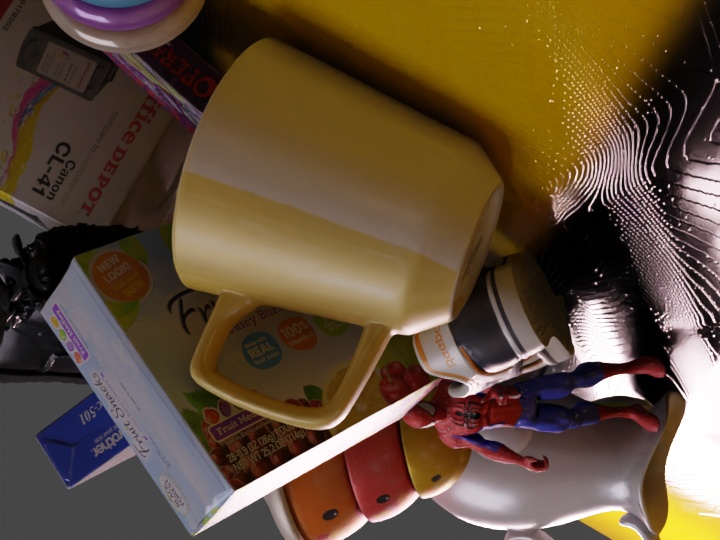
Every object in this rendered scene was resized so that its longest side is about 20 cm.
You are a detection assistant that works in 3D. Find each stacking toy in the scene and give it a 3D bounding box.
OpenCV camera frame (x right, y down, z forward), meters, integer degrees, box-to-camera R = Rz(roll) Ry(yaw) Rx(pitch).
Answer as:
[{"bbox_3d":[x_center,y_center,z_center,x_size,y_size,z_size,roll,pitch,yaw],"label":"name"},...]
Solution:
[{"bbox_3d":[-0.112,-0.168,0.607,0.085,0.086,0.200,30,167,4],"label":"stacking toy"},{"bbox_3d":[0.031,0.127,1.050,0.199,0.147,0.146,-12,156,14],"label":"stacking toy"}]

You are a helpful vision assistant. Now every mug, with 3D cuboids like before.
[{"bbox_3d":[-0.009,-0.020,0.796,0.153,0.187,0.149,20,-157,12],"label":"mug"}]

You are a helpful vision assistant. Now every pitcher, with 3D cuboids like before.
[{"bbox_3d":[0.149,0.172,1.110,0.199,0.172,0.121,2,180,25],"label":"pitcher"}]

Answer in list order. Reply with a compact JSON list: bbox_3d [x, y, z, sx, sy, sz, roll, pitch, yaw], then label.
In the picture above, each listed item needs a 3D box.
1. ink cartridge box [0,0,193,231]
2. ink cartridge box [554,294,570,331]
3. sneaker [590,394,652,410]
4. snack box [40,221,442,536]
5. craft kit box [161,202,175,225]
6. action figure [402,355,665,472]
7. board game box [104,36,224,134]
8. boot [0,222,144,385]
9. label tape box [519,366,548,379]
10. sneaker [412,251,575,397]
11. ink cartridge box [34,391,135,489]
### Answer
[{"bbox_3d":[-0.225,-0.112,1.024,0.200,0.148,0.086,27,171,13],"label":"ink cartridge box"},{"bbox_3d":[0.042,0.059,1.050,0.199,0.048,0.146,-9,174,-9],"label":"ink cartridge box"},{"bbox_3d":[0.181,0.163,1.221,0.200,0.076,0.105,-18,159,33],"label":"sneaker"},{"bbox_3d":[-0.067,0.044,0.872,0.169,0.200,0.068,54,133,14],"label":"snack box"},{"bbox_3d":[-0.168,0.011,1.269,0.197,0.048,0.200,37,151,45],"label":"craft kit box"},{"bbox_3d":[0.130,0.098,0.960,0.199,0.066,0.099,-2,-167,-20],"label":"action figure"},{"bbox_3d":[-0.141,-0.142,0.846,0.200,0.032,0.120,42,178,17],"label":"board game box"},{"bbox_3d":[-0.171,0.022,0.975,0.198,0.074,0.162,-2,156,-37],"label":"boot"},{"bbox_3d":[0.063,0.057,1.260,0.200,0.063,0.144,31,170,4],"label":"label tape box"},{"bbox_3d":[0.084,0.034,0.897,0.079,0.079,0.200,67,-166,10],"label":"sneaker"},{"bbox_3d":[-0.130,0.086,0.969,0.044,0.094,0.200,56,-161,4],"label":"ink cartridge box"}]
